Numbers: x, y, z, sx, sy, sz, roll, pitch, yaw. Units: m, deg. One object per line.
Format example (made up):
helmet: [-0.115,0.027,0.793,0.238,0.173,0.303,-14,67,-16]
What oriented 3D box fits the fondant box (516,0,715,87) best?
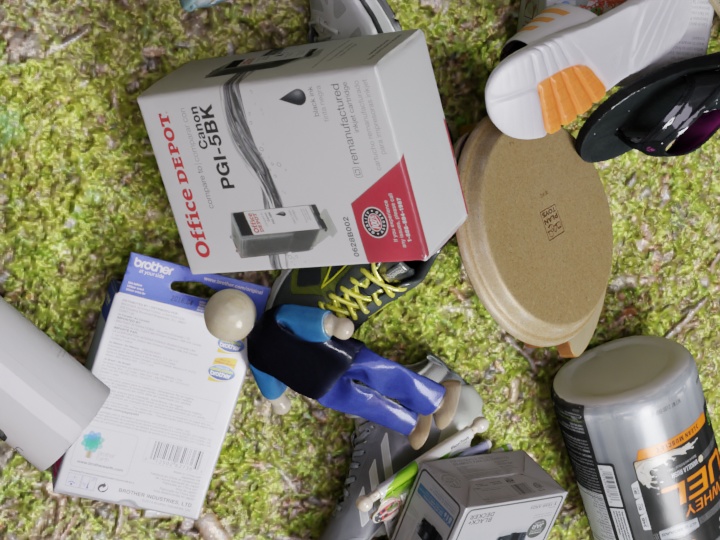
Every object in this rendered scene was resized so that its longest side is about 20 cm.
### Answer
fondant box: [0.204,-0.245,1.225,0.144,0.058,0.201,2,105,-17]

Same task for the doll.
doll: [-0.030,0.073,1.199,0.200,0.049,0.136,27,139,-16]

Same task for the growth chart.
growth chart: [0.078,0.200,1.296,0.145,0.018,0.200,-36,137,-12]

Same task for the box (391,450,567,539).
box: [0.074,0.246,1.269,0.116,0.060,0.200,-2,122,-39]

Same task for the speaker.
speaker: [-0.278,0.054,1.142,0.200,0.081,0.081,42,92,-13]

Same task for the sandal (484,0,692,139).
sandal: [0.160,-0.164,1.180,0.206,0.059,0.079,-29,134,-28]

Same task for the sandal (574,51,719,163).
sandal: [0.261,-0.127,1.217,0.200,0.048,0.075,-22,145,-6]

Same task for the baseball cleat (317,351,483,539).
baseball cleat: [0.007,0.153,1.291,0.106,0.070,0.200,42,89,-7]

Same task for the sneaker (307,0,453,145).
sneaker: [-0.020,-0.142,1.179,0.115,0.076,0.201,-33,115,-6]

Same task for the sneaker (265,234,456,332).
sneaker: [0.000,0.000,1.223,0.074,0.085,0.200,39,93,-22]

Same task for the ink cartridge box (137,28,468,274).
ink cartridge box: [-0.042,-0.080,1.127,0.199,0.083,0.147,-4,113,29]

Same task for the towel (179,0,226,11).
towel: [-0.065,-0.293,1.111,0.200,0.048,0.172,-23,86,-9]

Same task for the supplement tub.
supplement tub: [0.240,0.166,1.324,0.122,0.123,0.200,-23,111,-9]

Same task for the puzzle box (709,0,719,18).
puzzle box: [0.306,-0.264,1.216,0.133,0.025,0.200,-55,133,-10]

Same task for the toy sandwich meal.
toy sandwich meal: [0.125,-0.029,1.224,0.205,0.070,0.206,11,74,-44]

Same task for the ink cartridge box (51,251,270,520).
ink cartridge box: [-0.155,0.087,1.229,0.119,0.042,0.200,15,104,-19]
